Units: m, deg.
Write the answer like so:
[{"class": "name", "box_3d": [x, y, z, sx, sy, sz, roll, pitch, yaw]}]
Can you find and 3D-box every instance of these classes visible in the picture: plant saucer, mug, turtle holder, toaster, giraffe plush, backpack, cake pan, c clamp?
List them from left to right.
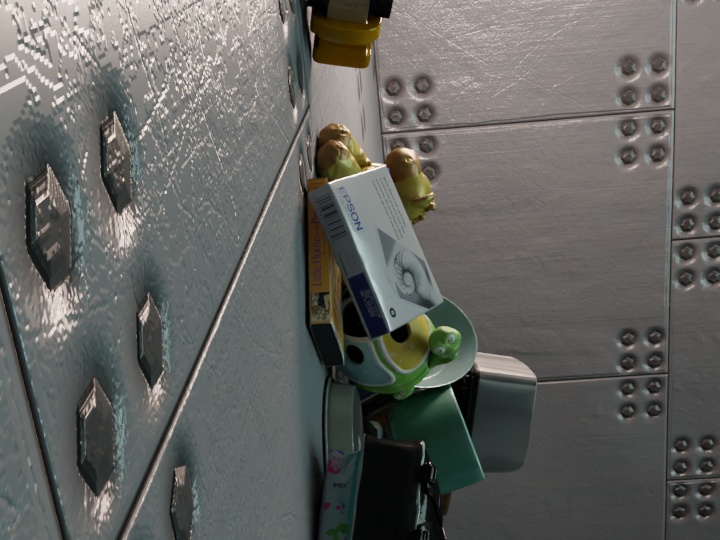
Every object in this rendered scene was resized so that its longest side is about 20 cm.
[{"class": "cake pan", "box_3d": [-0.019, 0.242, 1.314, 0.200, 0.037, 0.201, -4, 90, -85]}, {"class": "giraffe plush", "box_3d": [0.029, -0.120, 1.439, 0.173, 0.161, 0.201, -88, 172, -57]}, {"class": "backpack", "box_3d": [0.031, 0.300, 1.153, 0.200, 0.150, 0.178, 61, 32, -58]}, {"class": "turtle holder", "box_3d": [0.037, 0.101, 1.337, 0.185, 0.141, 0.132, 38, -8, 35]}, {"class": "c clamp", "box_3d": [0.064, 0.263, 1.531, 0.171, 0.200, 0.027, 59, -17, -3]}, {"class": "plant saucer", "box_3d": [0.077, 0.108, 1.485, 0.039, 0.200, 0.202, 105, -11, -46]}, {"class": "mug", "box_3d": [0.104, 0.250, 1.461, 0.185, 0.114, 0.153, -100, 169, -75]}, {"class": "toaster", "box_3d": [0.206, 0.226, 1.641, 0.181, 0.118, 0.201, -144, -119, -79]}]

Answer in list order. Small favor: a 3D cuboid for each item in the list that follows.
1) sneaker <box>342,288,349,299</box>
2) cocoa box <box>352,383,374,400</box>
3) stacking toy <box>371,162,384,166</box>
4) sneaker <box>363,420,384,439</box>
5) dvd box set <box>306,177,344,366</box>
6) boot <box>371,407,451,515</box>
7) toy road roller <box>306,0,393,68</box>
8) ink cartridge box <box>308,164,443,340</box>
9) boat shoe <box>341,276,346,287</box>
[{"class": "sneaker", "box_3d": [0.000, 0.000, 1.567, 0.099, 0.070, 0.201, 3, 82, -84]}, {"class": "cocoa box", "box_3d": [0.055, 0.206, 1.683, 0.133, 0.131, 0.201, -76, 161, -77]}, {"class": "stacking toy", "box_3d": [0.003, -0.081, 1.662, 0.085, 0.085, 0.201, -49, 139, -84]}, {"class": "sneaker", "box_3d": [0.026, 0.312, 1.455, 0.076, 0.077, 0.201, -138, -137, -62]}, {"class": "dvd box set", "box_3d": [-0.044, 0.004, 1.249, 0.146, 0.029, 0.201, 77, 9, -63]}, {"class": "boot", "box_3d": [0.066, 0.302, 1.583, 0.074, 0.154, 0.201, 121, -37, -77]}, {"class": "toy road roller", "box_3d": [-0.021, -0.382, 1.397, 0.200, 0.122, 0.146, -88, -173, -49]}, {"class": "ink cartridge box", "box_3d": [0.037, -0.033, 1.254, 0.200, 0.040, 0.200, -26, 94, -56]}, {"class": "boat shoe", "box_3d": [0.006, -0.007, 1.375, 0.200, 0.072, 0.065, -168, -100, -87]}]
